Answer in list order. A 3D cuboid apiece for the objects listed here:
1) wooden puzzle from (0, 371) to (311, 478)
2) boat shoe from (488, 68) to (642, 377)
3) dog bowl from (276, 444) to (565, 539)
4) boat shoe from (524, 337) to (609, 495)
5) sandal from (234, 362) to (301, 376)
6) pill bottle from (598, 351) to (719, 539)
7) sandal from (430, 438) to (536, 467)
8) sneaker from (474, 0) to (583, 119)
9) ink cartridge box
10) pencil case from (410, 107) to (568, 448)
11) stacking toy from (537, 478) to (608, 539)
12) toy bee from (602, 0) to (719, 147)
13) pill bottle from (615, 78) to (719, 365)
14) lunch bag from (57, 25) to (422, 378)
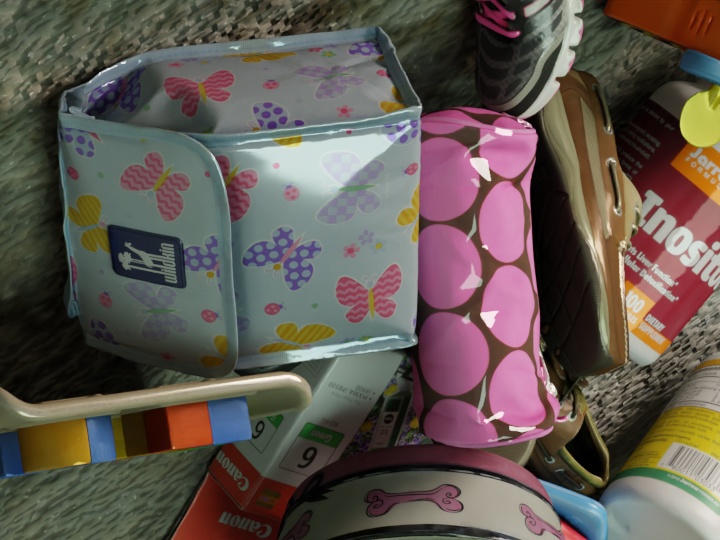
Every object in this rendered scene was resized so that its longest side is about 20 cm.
[{"bbox_3d":[-0.155,0.091,1.556,0.200,0.185,0.046,-1,83,-34],"label":"wooden puzzle"},{"bbox_3d":[0.139,-0.037,1.678,0.074,0.076,0.200,-5,78,-29],"label":"boat shoe"},{"bbox_3d":[0.037,0.178,1.701,0.200,0.074,0.200,0,148,0],"label":"dog bowl"},{"bbox_3d":[0.119,0.080,1.805,0.200,0.068,0.072,63,40,-52],"label":"boat shoe"},{"bbox_3d":[-0.001,-0.001,1.686,0.200,0.075,0.048,-31,159,-6],"label":"sandal"},{"bbox_3d":[0.257,0.126,1.892,0.200,0.113,0.113,-50,141,-32],"label":"pill bottle"},{"bbox_3d":[0.079,0.029,1.701,0.080,0.054,0.200,7,84,2],"label":"sandal"},{"bbox_3d":[0.084,-0.183,1.607,0.087,0.074,0.200,-7,119,-33],"label":"sneaker"},{"bbox_3d":[-0.033,0.125,1.752,0.109,0.050,0.200,22,105,-43],"label":"ink cartridge box"},{"bbox_3d":[0.072,0.003,1.618,0.094,0.091,0.200,-5,96,-17],"label":"pencil case"},{"bbox_3d":[0.083,0.237,1.812,0.116,0.110,0.200,81,29,-61],"label":"stacking toy"},{"bbox_3d":[0.245,-0.126,1.673,0.109,0.200,0.131,21,116,-45],"label":"toy bee"},{"bbox_3d":[0.204,-0.047,1.762,0.200,0.113,0.113,-51,135,5],"label":"pill bottle"},{"bbox_3d":[-0.070,-0.033,1.558,0.200,0.127,0.170,-5,124,-9],"label":"lunch bag"}]
